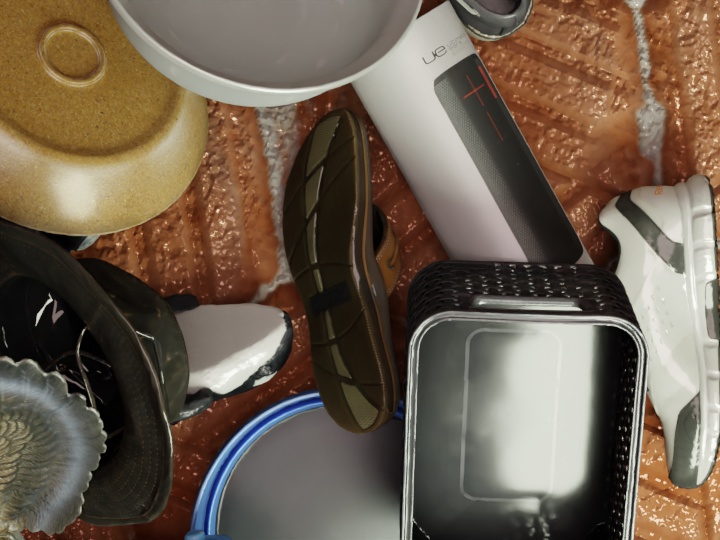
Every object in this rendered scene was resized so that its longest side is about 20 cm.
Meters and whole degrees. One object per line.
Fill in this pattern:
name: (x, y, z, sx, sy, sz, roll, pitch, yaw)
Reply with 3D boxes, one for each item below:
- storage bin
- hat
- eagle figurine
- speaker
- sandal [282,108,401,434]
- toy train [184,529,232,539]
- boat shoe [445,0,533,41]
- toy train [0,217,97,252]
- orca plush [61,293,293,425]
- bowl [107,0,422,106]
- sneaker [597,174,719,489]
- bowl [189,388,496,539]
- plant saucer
storage bin: (0.092, 0.104, 0.904, 0.134, 0.094, 0.202, 2, 108, 1)
hat: (-0.152, 0.043, 0.868, 0.081, 0.200, 0.202, -33, 99, -39)
eagle figurine: (-0.227, 0.106, 0.849, 0.150, 0.151, 0.202, 18, 102, -13)
speaker: (0.068, -0.064, 0.954, 0.081, 0.081, 0.201, -29, 96, 0)
sandal: (0.000, 0.000, 0.958, 0.054, 0.081, 0.202, -3, 76, -42)
toy train: (-0.154, 0.217, 0.933, 0.198, 0.114, 0.088, -8, 98, 24)
boat shoe: (0.048, -0.236, 0.942, 0.072, 0.063, 0.201, -31, 97, 0)
toy train: (-0.256, -0.060, 0.928, 0.199, 0.087, 0.115, 37, 101, -10)
orca plush: (-0.132, 0.085, 0.962, 0.199, 0.105, 0.071, -29, 133, -14)
bowl: (-0.069, -0.174, 0.898, 0.199, 0.090, 0.203, 7, 67, -17)
sneaker: (0.196, 0.041, 0.986, 0.079, 0.074, 0.202, -4, 92, 12)
bowl: (-0.012, 0.173, 0.995, 0.198, 0.039, 0.203, 0, 96, -3)
plant saucer: (-0.174, -0.119, 0.894, 0.199, 0.035, 0.202, 15, 58, -25)
